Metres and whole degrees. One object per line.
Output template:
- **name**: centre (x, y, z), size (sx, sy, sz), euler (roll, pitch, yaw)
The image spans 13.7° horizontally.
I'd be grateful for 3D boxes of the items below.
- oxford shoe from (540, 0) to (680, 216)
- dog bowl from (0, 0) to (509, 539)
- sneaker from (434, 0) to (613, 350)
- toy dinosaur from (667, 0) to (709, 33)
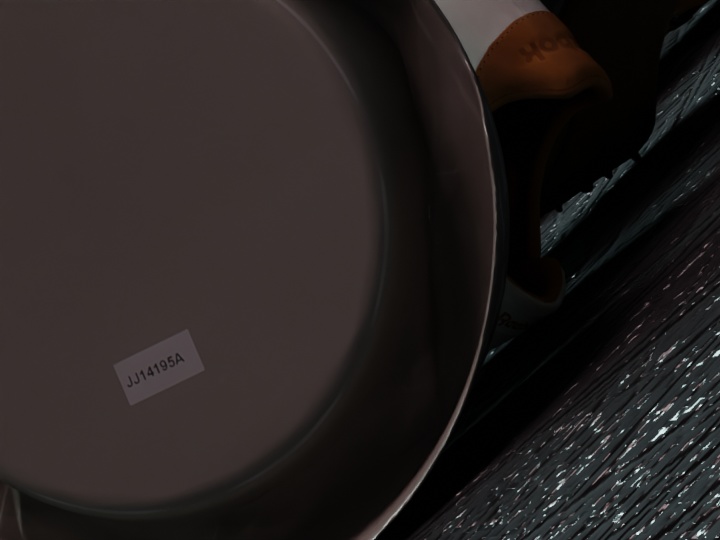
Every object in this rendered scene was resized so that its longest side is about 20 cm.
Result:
- **oxford shoe**: centre (0.045, -0.036, 0.870), size (0.200, 0.084, 0.073), euler (-59, 32, 21)
- **dog bowl**: centre (-0.053, -0.011, 0.755), size (0.200, 0.200, 0.059), euler (-42, -11, 16)
- **sneaker**: centre (-0.001, 0.016, 0.798), size (0.073, 0.085, 0.201), euler (0, -60, -58)
- **toy dinosaur**: centre (0.089, -0.119, 0.996), size (0.200, 0.102, 0.136), euler (-51, -2, -35)
